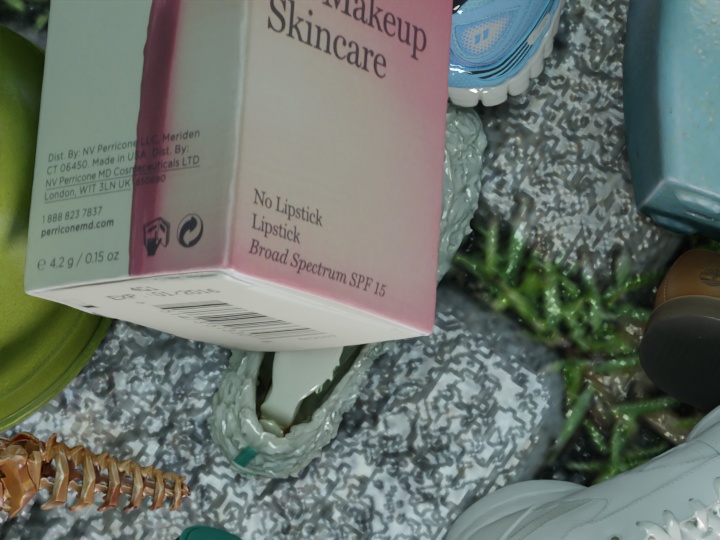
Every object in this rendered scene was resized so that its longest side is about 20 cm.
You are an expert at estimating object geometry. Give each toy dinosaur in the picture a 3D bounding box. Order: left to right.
[{"bbox_3d":[-0.173,0.111,0.878,0.200,0.102,0.136,-7,101,24],"label":"toy dinosaur"}]

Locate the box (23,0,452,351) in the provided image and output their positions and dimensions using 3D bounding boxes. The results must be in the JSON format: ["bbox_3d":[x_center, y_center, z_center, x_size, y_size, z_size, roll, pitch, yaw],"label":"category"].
[{"bbox_3d":[-0.043,-0.078,0.869,0.109,0.128,0.201,-6,75,39],"label":"box"}]

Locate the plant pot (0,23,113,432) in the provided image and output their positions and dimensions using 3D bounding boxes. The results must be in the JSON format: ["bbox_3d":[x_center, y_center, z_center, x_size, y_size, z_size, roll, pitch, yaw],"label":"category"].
[{"bbox_3d":[-0.198,-0.035,0.890,0.200,0.193,0.201,0,80,-1],"label":"plant pot"}]

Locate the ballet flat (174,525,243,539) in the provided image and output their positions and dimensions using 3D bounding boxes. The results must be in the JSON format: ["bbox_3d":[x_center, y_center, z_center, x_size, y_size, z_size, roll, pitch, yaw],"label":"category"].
[{"bbox_3d":[-0.029,0.177,0.885,0.200,0.067,0.067,36,110,45],"label":"ballet flat"}]

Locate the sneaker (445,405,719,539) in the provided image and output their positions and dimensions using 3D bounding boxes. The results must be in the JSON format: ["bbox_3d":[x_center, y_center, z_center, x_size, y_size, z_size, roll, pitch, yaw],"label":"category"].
[{"bbox_3d":[0.131,0.112,0.900,0.200,0.100,0.075,-23,107,9],"label":"sneaker"}]

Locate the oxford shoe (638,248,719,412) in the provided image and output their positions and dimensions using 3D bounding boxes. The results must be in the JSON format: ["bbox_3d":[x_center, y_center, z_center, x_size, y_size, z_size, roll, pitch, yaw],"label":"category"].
[{"bbox_3d":[0.218,0.046,0.948,0.200,0.071,0.071,28,42,-6],"label":"oxford shoe"}]

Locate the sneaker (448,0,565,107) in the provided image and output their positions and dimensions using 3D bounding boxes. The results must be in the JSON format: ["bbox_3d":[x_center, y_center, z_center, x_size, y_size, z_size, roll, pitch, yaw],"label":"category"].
[{"bbox_3d":[0.075,-0.171,0.956,0.078,0.090,0.200,15,70,19],"label":"sneaker"}]

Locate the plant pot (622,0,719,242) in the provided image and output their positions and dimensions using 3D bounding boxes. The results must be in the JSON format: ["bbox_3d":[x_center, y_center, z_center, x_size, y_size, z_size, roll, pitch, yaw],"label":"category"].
[{"bbox_3d":[0.204,-0.101,0.914,0.195,0.196,0.200,19,86,3],"label":"plant pot"}]

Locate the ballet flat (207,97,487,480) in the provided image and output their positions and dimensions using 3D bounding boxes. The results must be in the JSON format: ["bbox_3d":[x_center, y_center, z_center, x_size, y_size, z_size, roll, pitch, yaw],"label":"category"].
[{"bbox_3d":[0.000,0.000,0.951,0.072,0.072,0.200,25,80,4],"label":"ballet flat"}]
